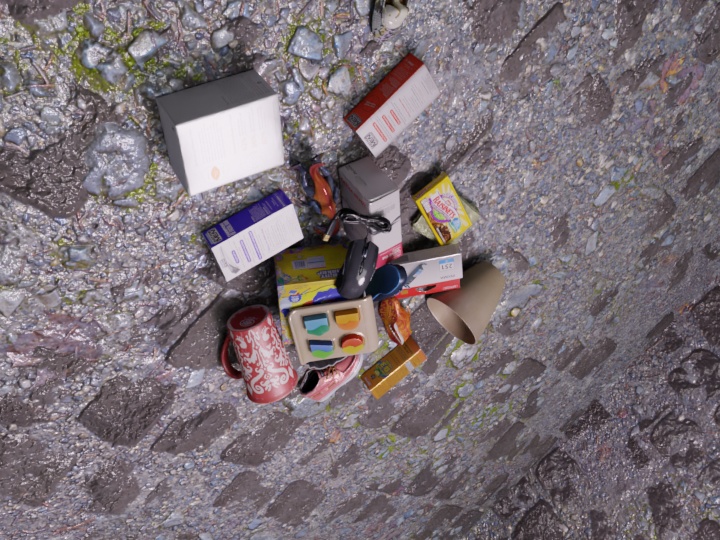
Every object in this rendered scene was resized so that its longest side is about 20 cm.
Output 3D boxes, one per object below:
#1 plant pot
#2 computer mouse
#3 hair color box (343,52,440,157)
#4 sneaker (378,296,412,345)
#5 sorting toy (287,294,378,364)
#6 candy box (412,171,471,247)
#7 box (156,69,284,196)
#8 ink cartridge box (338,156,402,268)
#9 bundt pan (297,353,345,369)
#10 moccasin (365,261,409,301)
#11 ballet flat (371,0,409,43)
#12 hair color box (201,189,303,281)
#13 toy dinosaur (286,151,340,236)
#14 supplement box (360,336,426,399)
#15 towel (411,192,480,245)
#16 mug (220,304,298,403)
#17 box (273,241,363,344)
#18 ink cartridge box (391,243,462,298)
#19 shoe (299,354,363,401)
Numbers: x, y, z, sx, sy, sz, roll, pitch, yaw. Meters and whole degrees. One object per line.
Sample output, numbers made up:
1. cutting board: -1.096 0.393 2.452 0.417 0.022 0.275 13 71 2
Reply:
1. plant pot: 0.323 0.077 2.038 0.200 0.186 0.189 -46 143 -15
2. computer mouse: -0.022 -0.032 1.510 0.138 0.046 0.203 18 109 -19
3. hair color box: 0.069 -0.351 1.509 0.200 0.061 0.101 -44 141 2
4. sneaker: 0.102 0.127 1.985 0.077 0.072 0.202 -50 149 -24
5. sorting toy: -0.058 0.145 1.639 0.195 0.037 0.187 -12 134 -2
6. candy box: 0.209 -0.150 1.783 0.102 0.026 0.201 -39 137 -1
7. box: -0.254 -0.255 1.300 0.197 0.107 0.154 -22 138 -22
8. ink cartridge box: 0.024 -0.132 1.607 0.083 0.145 0.202 -25 139 -18
9. bundt pan: -0.088 0.157 1.836 0.199 0.076 0.205 -21 136 -22
10. moccasin: 0.070 0.023 1.688 0.067 0.082 0.199 -6 172 -23
11. ballet flat: 0.070 -0.525 1.345 0.071 0.072 0.203 -9 131 -32
12. hair color box: -0.230 -0.076 1.520 0.198 0.065 0.110 -31 141 -14
13. toy dinosaur: -0.090 -0.148 1.509 0.103 0.200 0.184 -22 108 3
14. supplement box: 0.099 0.292 2.122 0.199 0.067 0.069 -40 141 -2
15. towel: 0.227 -0.135 1.855 0.149 0.037 0.199 -50 140 12
16. mug: -0.257 0.201 1.679 0.174 0.134 0.203 -15 118 -1
17. box: -0.097 0.053 1.655 0.195 0.123 0.195 -7 134 -7
18. ink cartridge box: 0.175 0.019 1.891 0.195 0.045 0.178 -10 136 2
19. shoe: -0.082 0.286 1.963 0.200 0.072 0.091 -45 146 12
